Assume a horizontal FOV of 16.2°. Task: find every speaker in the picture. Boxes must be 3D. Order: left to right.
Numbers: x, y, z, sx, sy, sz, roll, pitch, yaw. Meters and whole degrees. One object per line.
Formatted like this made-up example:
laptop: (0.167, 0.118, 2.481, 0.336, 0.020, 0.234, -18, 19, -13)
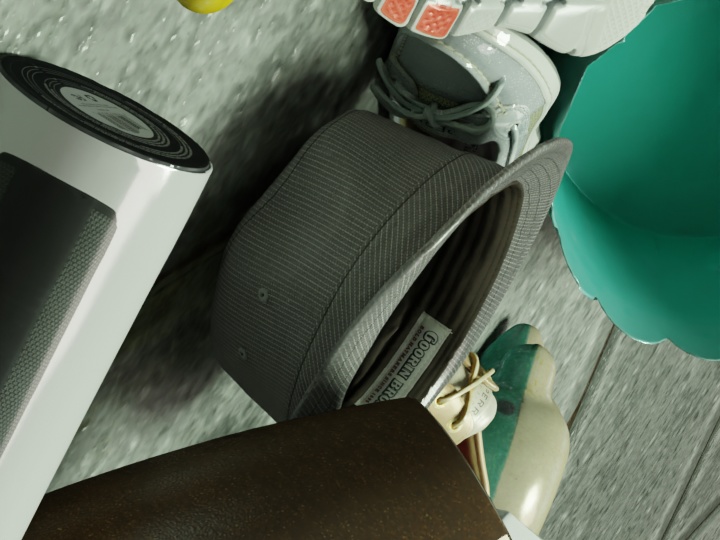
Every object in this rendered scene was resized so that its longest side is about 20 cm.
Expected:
speaker: (-0.129, 0.033, 0.855, 0.200, 0.081, 0.081, -61, 162, 12)

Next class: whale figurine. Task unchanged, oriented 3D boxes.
whale figurine: (0.063, 0.103, 1.493, 0.200, 0.104, 0.159, -76, -176, -58)

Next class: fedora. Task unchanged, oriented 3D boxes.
fedora: (0.000, 0.000, 1.099, 0.177, 0.090, 0.200, -40, 160, -41)

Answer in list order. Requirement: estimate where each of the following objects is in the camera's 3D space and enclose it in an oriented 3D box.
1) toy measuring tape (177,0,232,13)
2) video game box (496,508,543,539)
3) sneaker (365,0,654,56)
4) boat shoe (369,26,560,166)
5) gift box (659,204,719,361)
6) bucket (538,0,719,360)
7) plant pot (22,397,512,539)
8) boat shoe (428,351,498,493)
toy measuring tape: (-0.012, -0.176, 0.839, 0.200, 0.074, 0.074, -60, 162, 7)
video game box: (-0.012, 0.191, 1.229, 0.182, 0.047, 0.200, -51, -160, -17)
sneaker: (0.039, -0.144, 1.039, 0.200, 0.082, 0.077, 17, 117, -49)
boat shoe: (0.044, -0.069, 1.158, 0.065, 0.074, 0.202, -57, 170, -14)
gift box: (0.225, -0.063, 1.444, 0.187, 0.184, 0.200, -52, -173, 13)
bucket: (0.183, -0.072, 1.261, 0.135, 0.207, 0.207, -101, -145, -67)
plant pot: (-0.042, 0.138, 0.983, 0.200, 0.187, 0.187, -31, 156, -9)
boat shoe: (0.040, 0.067, 1.327, 0.074, 0.069, 0.200, -55, 151, -37)
